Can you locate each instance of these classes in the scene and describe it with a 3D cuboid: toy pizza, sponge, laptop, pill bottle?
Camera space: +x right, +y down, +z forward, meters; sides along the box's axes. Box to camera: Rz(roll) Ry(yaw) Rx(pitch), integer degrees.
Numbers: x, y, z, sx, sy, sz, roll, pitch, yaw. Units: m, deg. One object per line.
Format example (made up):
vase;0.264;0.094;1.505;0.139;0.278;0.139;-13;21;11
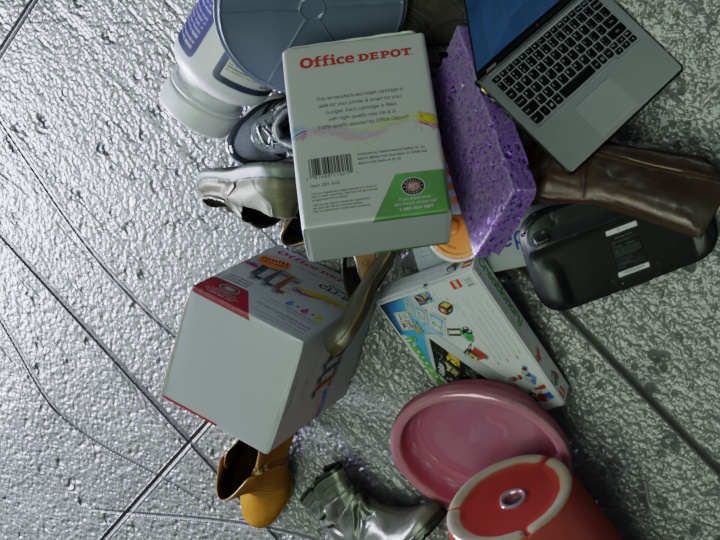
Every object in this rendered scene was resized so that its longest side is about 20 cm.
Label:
toy pizza;-0.051;-0.272;1.501;0.199;0.032;0.201;-6;126;-8
sponge;0.115;-0.126;1.441;0.112;0.030;0.201;116;145;-54
laptop;0.201;-0.234;1.385;0.200;0.187;0.116;45;153;6
pill bottle;-0.131;-0.248;1.596;0.120;0.120;0.200;41;115;9

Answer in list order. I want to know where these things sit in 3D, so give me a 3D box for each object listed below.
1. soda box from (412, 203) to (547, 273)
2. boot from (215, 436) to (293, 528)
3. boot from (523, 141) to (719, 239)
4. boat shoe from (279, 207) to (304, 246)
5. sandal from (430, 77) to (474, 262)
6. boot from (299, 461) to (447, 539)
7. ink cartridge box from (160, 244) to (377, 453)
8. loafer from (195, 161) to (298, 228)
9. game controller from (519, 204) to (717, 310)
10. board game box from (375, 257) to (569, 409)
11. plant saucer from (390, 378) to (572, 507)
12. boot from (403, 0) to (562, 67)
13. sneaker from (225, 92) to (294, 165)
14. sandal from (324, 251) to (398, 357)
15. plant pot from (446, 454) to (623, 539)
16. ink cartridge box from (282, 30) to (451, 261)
soda box;0.155;-0.039;1.555;0.199;0.068;0.064;-12;102;29
boot;-0.131;0.245;1.745;0.071;0.144;0.202;28;117;17
boot;0.264;-0.119;1.442;0.199;0.187;0.064;10;147;13
boat shoe;-0.014;-0.082;1.612;0.072;0.073;0.200;40;129;-15
sandal;0.080;-0.109;1.531;0.079;0.059;0.208;-17;71;27
boot;0.005;0.276;1.708;0.131;0.068;0.200;53;140;2
ink cartridge box;-0.097;0.081;1.645;0.145;0.200;0.145;25;113;17
loafer;-0.126;-0.080;1.636;0.200;0.075;0.070;-2;90;63
game controller;0.259;-0.034;1.470;0.199;0.042;0.105;-20;107;-7
board game box;0.121;0.080;1.587;0.126;0.035;0.200;-19;119;32
plant saucer;0.134;0.188;1.615;0.199;0.051;0.201;9;133;10
boot;0.097;-0.304;1.500;0.199;0.069;0.175;-10;102;31
sneaker;-0.083;-0.156;1.610;0.199;0.114;0.076;-16;98;29
sandal;0.000;0.000;1.578;0.054;0.201;0.082;28;157;-1
plant pot;0.188;0.305;1.553;0.199;0.201;0.178;-12;117;29
ink cartridge box;0.006;-0.123;1.463;0.144;0.084;0.201;-7;68;0
